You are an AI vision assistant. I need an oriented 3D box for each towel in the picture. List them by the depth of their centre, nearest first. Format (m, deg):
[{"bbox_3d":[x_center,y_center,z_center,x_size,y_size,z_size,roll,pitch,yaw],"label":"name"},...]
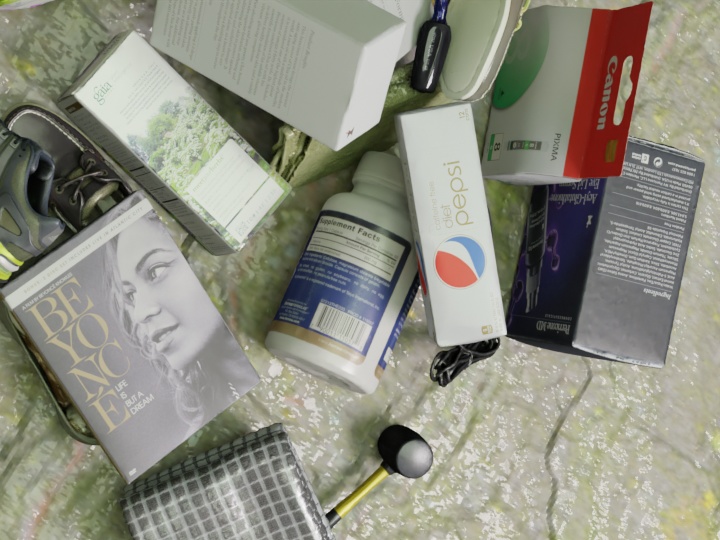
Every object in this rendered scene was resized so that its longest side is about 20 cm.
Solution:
[{"bbox_3d":[-0.102,0.256,1.443,0.164,0.086,0.202,-23,100,-3],"label":"towel"},{"bbox_3d":[0.006,-0.136,1.469,0.198,0.148,0.037,-25,80,-20],"label":"towel"}]

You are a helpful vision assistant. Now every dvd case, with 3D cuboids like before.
[{"bbox_3d":[-0.193,0.056,1.392,0.148,0.016,0.201,-37,106,-19],"label":"dvd case"}]

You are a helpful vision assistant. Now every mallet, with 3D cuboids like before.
[{"bbox_3d":[-0.013,0.220,1.507,0.200,0.066,0.041,-43,107,-15],"label":"mallet"}]

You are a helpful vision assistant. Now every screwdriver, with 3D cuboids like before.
[{"bbox_3d":[0.073,-0.250,1.393,0.028,0.029,0.202,6,95,-56],"label":"screwdriver"}]

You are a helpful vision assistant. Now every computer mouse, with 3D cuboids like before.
[{"bbox_3d":[0.108,0.000,1.514,0.140,0.046,0.203,-18,110,-64],"label":"computer mouse"}]

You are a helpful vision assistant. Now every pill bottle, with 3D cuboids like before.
[{"bbox_3d":[0.000,0.000,1.482,0.110,0.111,0.202,27,79,-20],"label":"pill bottle"}]

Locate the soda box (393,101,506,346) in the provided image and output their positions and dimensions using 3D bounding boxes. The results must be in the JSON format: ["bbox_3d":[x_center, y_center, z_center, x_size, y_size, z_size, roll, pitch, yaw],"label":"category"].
[{"bbox_3d":[0.076,-0.040,1.411,0.063,0.068,0.202,-10,96,-3],"label":"soda box"}]

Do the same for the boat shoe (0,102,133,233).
[{"bbox_3d":[-0.231,-0.064,1.414,0.072,0.065,0.201,-42,105,-16],"label":"boat shoe"}]

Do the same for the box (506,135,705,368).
[{"bbox_3d":[0.229,-0.018,1.554,0.103,0.148,0.202,13,86,-21],"label":"box"}]

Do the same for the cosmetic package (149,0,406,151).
[{"bbox_3d":[-0.071,-0.196,1.353,0.199,0.102,0.071,31,38,18],"label":"cosmetic package"}]

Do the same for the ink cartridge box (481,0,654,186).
[{"bbox_3d":[0.184,-0.163,1.505,0.050,0.200,0.163,12,86,-21],"label":"ink cartridge box"}]

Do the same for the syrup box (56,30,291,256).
[{"bbox_3d":[-0.163,-0.109,1.431,0.200,0.081,0.079,44,75,-14],"label":"syrup box"}]

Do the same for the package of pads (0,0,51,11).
[{"bbox_3d":[-0.249,-0.316,1.400,0.198,0.068,0.156,-22,99,-19],"label":"package of pads"}]

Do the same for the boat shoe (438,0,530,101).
[{"bbox_3d":[0.118,-0.237,1.421,0.060,0.072,0.204,24,75,-46],"label":"boat shoe"}]

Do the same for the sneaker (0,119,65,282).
[{"bbox_3d":[-0.296,-0.094,1.353,0.080,0.074,0.202,-23,76,8],"label":"sneaker"}]

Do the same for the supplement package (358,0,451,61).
[{"bbox_3d":[0.020,-0.269,1.439,0.200,0.109,0.115,-44,127,-37],"label":"supplement package"}]

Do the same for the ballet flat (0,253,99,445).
[{"bbox_3d":[-0.258,0.060,1.407,0.067,0.064,0.202,-30,101,-18],"label":"ballet flat"}]
